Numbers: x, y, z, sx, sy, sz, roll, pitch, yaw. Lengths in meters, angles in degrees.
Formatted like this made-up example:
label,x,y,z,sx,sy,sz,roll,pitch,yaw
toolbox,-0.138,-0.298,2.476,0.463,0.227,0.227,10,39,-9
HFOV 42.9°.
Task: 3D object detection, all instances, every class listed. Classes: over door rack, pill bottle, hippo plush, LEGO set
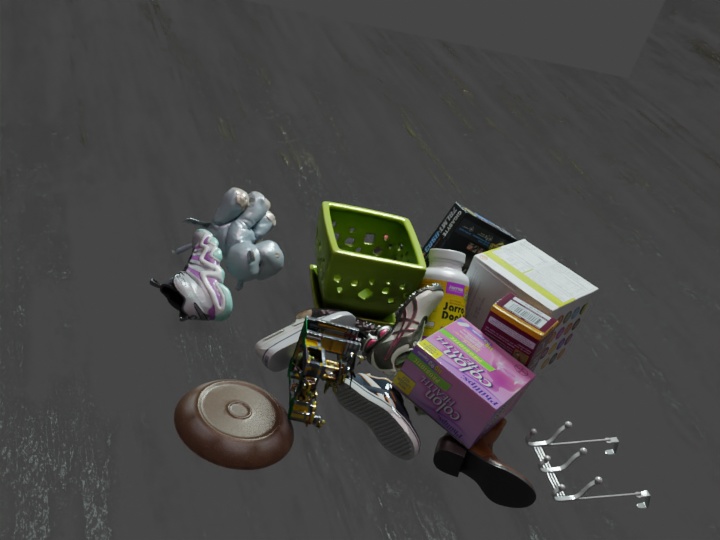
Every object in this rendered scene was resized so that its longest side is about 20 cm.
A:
label,x,y,z,sx,sy,sz,roll,pitch,yaw
over door rack,0.411,0.345,1.642,0.199,0.067,0.148,8,33,-19
pill bottle,0.157,0.062,1.803,0.104,0.201,0.104,8,-6,1
hippo plush,-0.233,-0.061,1.826,0.199,0.160,0.161,-4,37,-35
LEGO set,-0.052,0.174,1.557,0.115,0.154,0.200,14,16,-11

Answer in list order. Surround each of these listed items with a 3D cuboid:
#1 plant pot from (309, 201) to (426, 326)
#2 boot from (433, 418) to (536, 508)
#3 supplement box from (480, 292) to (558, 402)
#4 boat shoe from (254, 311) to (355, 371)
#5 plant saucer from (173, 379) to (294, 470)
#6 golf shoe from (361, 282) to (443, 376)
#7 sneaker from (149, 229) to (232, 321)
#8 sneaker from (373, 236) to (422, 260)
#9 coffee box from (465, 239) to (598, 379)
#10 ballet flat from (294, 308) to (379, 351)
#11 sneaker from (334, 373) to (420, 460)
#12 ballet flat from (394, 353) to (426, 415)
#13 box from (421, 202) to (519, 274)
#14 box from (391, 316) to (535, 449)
label,x,y,z,sx,sy,sz,roll,pitch,yaw
plant pot,0.000,0.000,1.843,0.199,0.182,0.199,10,31,-16
boot,0.229,0.318,1.607,0.187,0.069,0.200,18,22,12
supplement box,0.274,0.159,1.726,0.110,0.201,0.086,32,31,21
boat shoe,-0.102,0.119,1.684,0.199,0.072,0.066,-28,46,-26
plant saucer,-0.200,0.238,1.486,0.199,0.037,0.201,15,30,-9
golf shoe,0.094,0.111,1.709,0.200,0.077,0.088,-44,66,-9
sneaker,-0.327,0.007,1.714,0.139,0.078,0.201,-4,54,-26
sneaker,0.080,-0.028,2.007,0.071,0.098,0.200,14,14,-23
coffee box,0.327,0.084,1.880,0.200,0.200,0.197,37,33,28
ballet flat,-0.028,0.118,1.751,0.199,0.067,0.057,15,41,-5
sneaker,0.047,0.241,1.583,0.079,0.079,0.200,-18,45,-39
ballet flat,0.093,0.192,1.707,0.062,0.068,0.200,-8,38,-20
box,0.211,-0.022,1.929,0.200,0.199,0.050,24,17,-43
box,0.184,0.191,1.615,0.176,0.097,0.200,39,28,18
